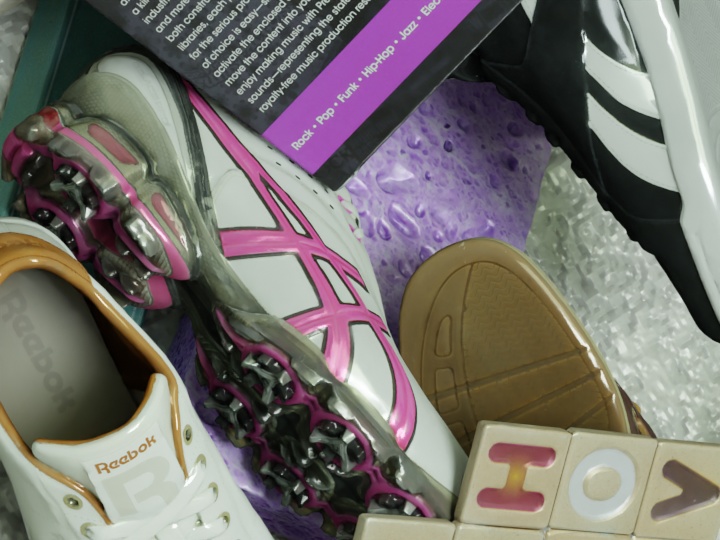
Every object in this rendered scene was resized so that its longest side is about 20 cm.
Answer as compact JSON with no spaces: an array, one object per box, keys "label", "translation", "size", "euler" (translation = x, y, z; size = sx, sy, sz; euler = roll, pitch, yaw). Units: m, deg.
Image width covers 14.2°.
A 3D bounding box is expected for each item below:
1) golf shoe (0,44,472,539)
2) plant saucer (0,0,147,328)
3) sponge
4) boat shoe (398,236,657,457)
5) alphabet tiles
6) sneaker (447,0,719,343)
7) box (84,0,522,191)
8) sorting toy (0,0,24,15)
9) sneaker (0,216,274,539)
[{"label":"golf shoe","translation":[-0.021,0.006,0.938],"size":[0.200,0.073,0.092],"euler":[49,59,-1]},{"label":"plant saucer","translation":[-0.092,-0.031,0.981],"size":[0.070,0.019,0.201],"euler":[25,61,-21]},{"label":"sponge","translation":[0.000,0.000,1.016],"size":[0.111,0.030,0.201],"euler":[27,62,-20]},{"label":"boat shoe","translation":[0.074,0.075,1.001],"size":[0.201,0.072,0.072],"euler":[59,13,-12]},{"label":"alphabet tiles","translation":[0.058,0.148,0.943],"size":[0.166,0.008,0.201],"euler":[7,104,-28]},{"label":"sneaker","translation":[0.068,-0.061,0.966],"size":[0.073,0.111,0.201],"euler":[-35,107,-58]},{"label":"box","translation":[-0.037,-0.134,0.884],"size":[0.200,0.143,0.036],"euler":[37,28,-19]},{"label":"sorting toy","translation":[-0.168,-0.178,0.948],"size":[0.198,0.070,0.200],"euler":[-37,88,-34]},{"label":"sneaker","translation":[-0.072,0.077,0.898],"size":[0.073,0.085,0.201],"euler":[-34,101,-9]}]
